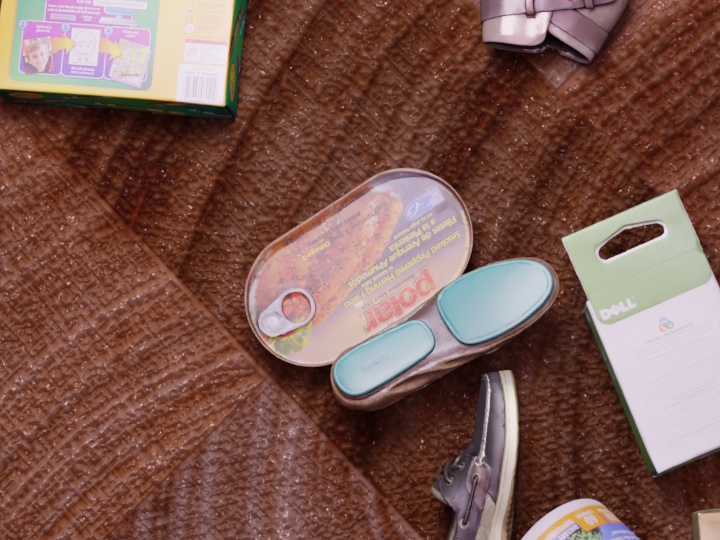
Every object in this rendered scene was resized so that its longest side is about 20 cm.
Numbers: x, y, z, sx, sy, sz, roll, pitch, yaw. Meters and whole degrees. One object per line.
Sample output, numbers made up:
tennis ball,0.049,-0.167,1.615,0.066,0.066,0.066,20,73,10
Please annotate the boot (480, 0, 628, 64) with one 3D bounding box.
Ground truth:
boot,0.124,-0.254,1.667,0.198,0.070,0.148,15,87,6

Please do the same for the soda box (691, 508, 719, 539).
soda box,0.297,0.285,1.593,0.063,0.068,0.202,-4,83,4

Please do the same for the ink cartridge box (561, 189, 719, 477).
ink cartridge box,0.242,0.051,1.628,0.103,0.059,0.201,-22,82,1

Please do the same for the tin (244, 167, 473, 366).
tin,0.000,0.000,1.663,0.199,0.042,0.112,-32,78,0

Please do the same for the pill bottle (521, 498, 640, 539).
pill bottle,0.206,0.274,1.542,0.112,0.112,0.200,-46,55,-2

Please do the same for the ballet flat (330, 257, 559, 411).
ballet flat,0.070,0.056,1.633,0.199,0.072,0.068,-31,64,0

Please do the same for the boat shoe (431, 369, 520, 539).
boat shoe,0.088,0.178,1.619,0.065,0.072,0.203,5,88,-1

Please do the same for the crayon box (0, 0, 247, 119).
crayon box,-0.197,-0.195,1.687,0.198,0.058,0.120,5,84,5
